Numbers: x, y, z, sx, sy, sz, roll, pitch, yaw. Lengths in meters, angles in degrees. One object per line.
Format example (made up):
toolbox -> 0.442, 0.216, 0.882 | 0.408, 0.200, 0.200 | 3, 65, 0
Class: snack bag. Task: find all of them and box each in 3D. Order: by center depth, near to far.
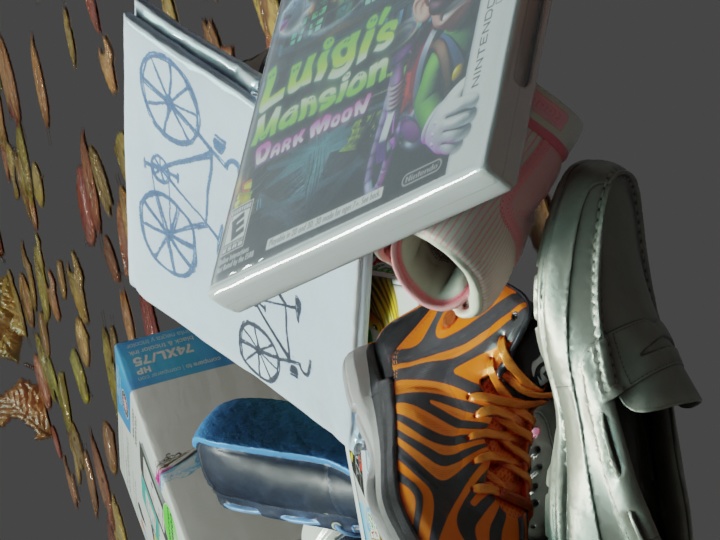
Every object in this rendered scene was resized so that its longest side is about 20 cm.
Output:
snack bag -> -0.057, -0.023, 1.437 | 0.200, 0.021, 0.189 | 35, 138, 34

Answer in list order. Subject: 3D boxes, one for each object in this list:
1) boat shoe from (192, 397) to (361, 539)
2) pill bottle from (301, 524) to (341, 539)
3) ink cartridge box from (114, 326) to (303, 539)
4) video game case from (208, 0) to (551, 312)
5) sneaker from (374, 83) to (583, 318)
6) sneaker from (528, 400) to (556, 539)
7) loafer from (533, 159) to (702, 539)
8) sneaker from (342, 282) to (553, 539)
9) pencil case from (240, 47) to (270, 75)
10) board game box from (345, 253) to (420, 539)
boat shoe -> 0.002, 0.119, 1.564 | 0.200, 0.084, 0.069 | 14, 128, 31
pill bottle -> 0.034, 0.213, 1.584 | 0.200, 0.111, 0.111 | -118, 20, -47
ink cartridge box -> -0.072, 0.152, 1.880 | 0.147, 0.146, 0.200 | 93, 159, -48
video game case -> 0.013, -0.088, 1.241 | 0.200, 0.023, 0.182 | -24, 44, 48
sneaker -> 0.044, -0.031, 1.282 | 0.105, 0.075, 0.200 | -59, 1, -5
sneaker -> 0.085, 0.122, 1.328 | 0.071, 0.099, 0.200 | 93, 161, -54
loafer -> 0.120, 0.050, 1.224 | 0.070, 0.070, 0.201 | -1, 95, 34
sneaker -> 0.060, 0.075, 1.266 | 0.078, 0.112, 0.200 | 32, -154, -41
pencil case -> -0.010, -0.101, 1.422 | 0.200, 0.089, 0.078 | -29, 92, 54
board game box -> 0.033, 0.093, 1.429 | 0.126, 0.035, 0.201 | 10, 112, 62
